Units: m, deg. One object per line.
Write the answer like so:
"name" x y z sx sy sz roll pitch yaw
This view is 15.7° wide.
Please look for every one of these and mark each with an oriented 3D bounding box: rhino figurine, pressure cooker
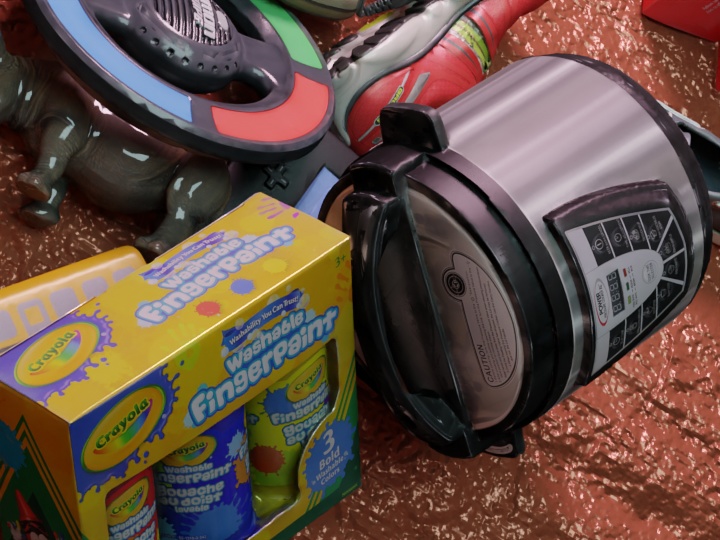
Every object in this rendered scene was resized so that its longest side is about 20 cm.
"rhino figurine" -0.159 -0.069 1.427 0.199 0.060 0.088 30 63 -9
"pressure cooker" 0.073 -0.005 1.423 0.199 0.179 0.176 -31 73 -35

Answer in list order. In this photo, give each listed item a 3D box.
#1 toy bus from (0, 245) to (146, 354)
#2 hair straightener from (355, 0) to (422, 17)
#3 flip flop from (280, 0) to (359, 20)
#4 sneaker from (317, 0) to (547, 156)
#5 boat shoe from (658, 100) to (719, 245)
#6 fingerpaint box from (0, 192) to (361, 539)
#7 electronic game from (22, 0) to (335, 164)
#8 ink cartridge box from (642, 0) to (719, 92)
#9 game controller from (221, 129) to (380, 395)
"toy bus" -0.192 0.056 1.352 0.199 0.065 0.079 -21 82 -35
"hair straightener" 0.028 -0.221 1.592 0.077 0.041 0.200 40 46 -10
"flip flop" -0.067 -0.200 1.501 0.199 0.058 0.081 19 30 -40
"sneaker" 0.051 -0.127 1.582 0.200 0.077 0.085 -35 109 -31
"boat shoe" 0.189 -0.082 1.638 0.199 0.062 0.073 30 58 -18
"fingerpaint box" -0.090 0.082 1.341 0.073 0.168 0.200 26 44 35
"electronic game" -0.101 -0.133 1.456 0.199 0.042 0.201 26 32 -17
"ink cartridge box" 0.242 -0.231 1.697 0.067 0.116 0.202 16 62 -25
"game controller" 0.000 0.000 1.505 0.200 0.042 0.105 41 56 -10
